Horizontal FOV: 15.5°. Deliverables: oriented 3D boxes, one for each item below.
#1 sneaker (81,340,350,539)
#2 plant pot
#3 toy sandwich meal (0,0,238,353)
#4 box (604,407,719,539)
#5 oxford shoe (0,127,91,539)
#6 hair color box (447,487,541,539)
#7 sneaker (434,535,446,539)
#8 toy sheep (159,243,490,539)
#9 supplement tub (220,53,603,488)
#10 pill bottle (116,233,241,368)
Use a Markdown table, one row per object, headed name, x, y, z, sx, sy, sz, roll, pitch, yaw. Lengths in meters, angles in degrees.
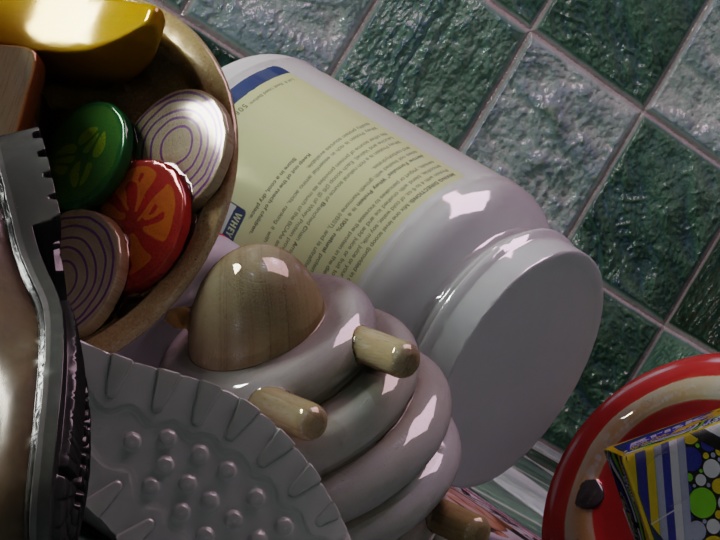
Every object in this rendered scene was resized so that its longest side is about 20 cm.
| name | x | y | z | sx | sy | sz | roll | pitch | yaw |
| --- | --- | --- | --- | --- | --- | --- | --- | --- | --- |
| sneaker | -0.090 | 0.070 | 1.034 | 0.199 | 0.077 | 0.081 | 33 | -8 | -1 |
| plant pot | 0.199 | 0.147 | 1.366 | 0.200 | 0.201 | 0.183 | 32 | -9 | 36 |
| toy sandwich meal | -0.149 | -0.046 | 1.104 | 0.205 | 0.206 | 0.070 | 32 | -9 | 31 |
| box | 0.179 | 0.167 | 1.218 | 0.064 | 0.070 | 0.201 | 154 | -83 | -88 |
| oxford shoe | -0.140 | 0.032 | 0.937 | 0.084 | 0.073 | 0.201 | -7 | 41 | -11 |
| hair color box | 0.041 | 0.146 | 1.378 | 0.099 | 0.061 | 0.200 | 32 | 2 | 24 |
| sneaker | -0.020 | 0.106 | 1.232 | 0.200 | 0.067 | 0.090 | 35 | -3 | 11 |
| toy sheep | -0.018 | 0.076 | 1.109 | 0.138 | 0.137 | 0.201 | 33 | -34 | 59 |
| supplement tub | 0.000 | 0.000 | 1.245 | 0.199 | 0.146 | 0.145 | 32 | 1 | 30 |
| pill bottle | -0.150 | -0.003 | 1.197 | 0.199 | 0.120 | 0.119 | 33 | 2 | 30 |
